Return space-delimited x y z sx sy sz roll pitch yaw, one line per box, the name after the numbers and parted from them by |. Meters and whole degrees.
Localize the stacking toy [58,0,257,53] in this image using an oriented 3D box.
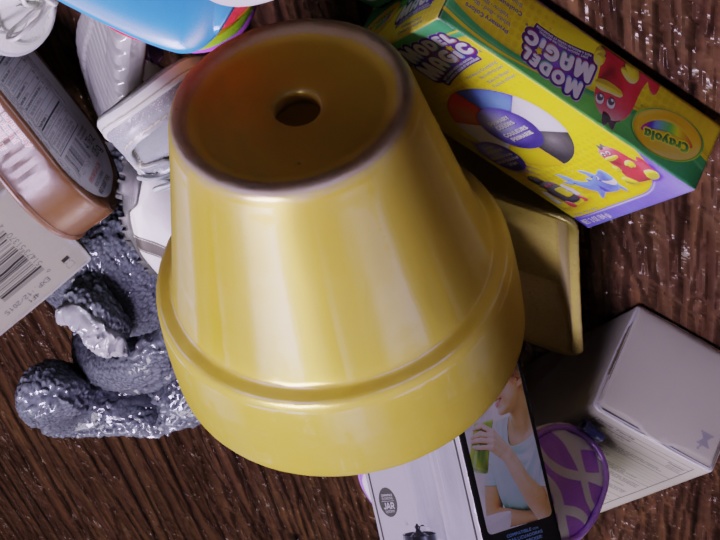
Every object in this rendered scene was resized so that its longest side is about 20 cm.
-0.094 -0.156 1.437 0.110 0.116 0.200 24 171 8 | stacking toy

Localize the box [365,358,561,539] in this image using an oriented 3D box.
0.053 0.108 1.628 0.060 0.200 0.117 -13 -178 -32 | box

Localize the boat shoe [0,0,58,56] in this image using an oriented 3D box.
-0.192 -0.175 1.506 0.086 0.075 0.202 35 157 23 | boat shoe

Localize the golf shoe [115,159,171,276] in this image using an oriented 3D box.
-0.080 -0.009 1.678 0.094 0.078 0.200 -1 138 32 | golf shoe

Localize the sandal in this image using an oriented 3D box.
-0.132 -0.134 1.571 0.050 0.083 0.203 -16 163 -14 | sandal

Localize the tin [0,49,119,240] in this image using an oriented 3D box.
-0.219 -0.108 1.625 0.200 0.042 0.112 52 -168 -14 | tin

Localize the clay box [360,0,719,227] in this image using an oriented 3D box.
0.080 -0.100 1.427 0.200 0.048 0.115 31 159 -17 | clay box

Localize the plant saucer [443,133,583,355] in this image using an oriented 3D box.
0.049 -0.036 1.615 0.200 0.048 0.200 19 158 14 | plant saucer

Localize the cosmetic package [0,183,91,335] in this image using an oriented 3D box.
-0.268 -0.064 1.710 0.200 0.087 0.103 52 -178 40 | cosmetic package

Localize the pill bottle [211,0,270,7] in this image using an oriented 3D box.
-0.089 -0.223 1.233 0.111 0.111 0.200 6 152 41 | pill bottle

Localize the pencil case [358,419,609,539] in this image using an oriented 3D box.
0.076 0.133 1.731 0.085 0.084 0.200 31 163 -26 | pencil case

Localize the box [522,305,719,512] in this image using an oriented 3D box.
0.166 0.097 1.759 0.095 0.078 0.200 30 158 -12 | box

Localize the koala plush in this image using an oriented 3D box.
-0.154 0.009 1.799 0.184 0.177 0.200 6 154 15 | koala plush

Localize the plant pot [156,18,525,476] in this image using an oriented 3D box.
-0.020 -0.024 1.420 0.201 0.201 0.189 15 143 23 | plant pot

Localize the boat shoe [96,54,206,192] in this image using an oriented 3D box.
-0.094 -0.075 1.565 0.065 0.074 0.202 55 -174 13 | boat shoe
